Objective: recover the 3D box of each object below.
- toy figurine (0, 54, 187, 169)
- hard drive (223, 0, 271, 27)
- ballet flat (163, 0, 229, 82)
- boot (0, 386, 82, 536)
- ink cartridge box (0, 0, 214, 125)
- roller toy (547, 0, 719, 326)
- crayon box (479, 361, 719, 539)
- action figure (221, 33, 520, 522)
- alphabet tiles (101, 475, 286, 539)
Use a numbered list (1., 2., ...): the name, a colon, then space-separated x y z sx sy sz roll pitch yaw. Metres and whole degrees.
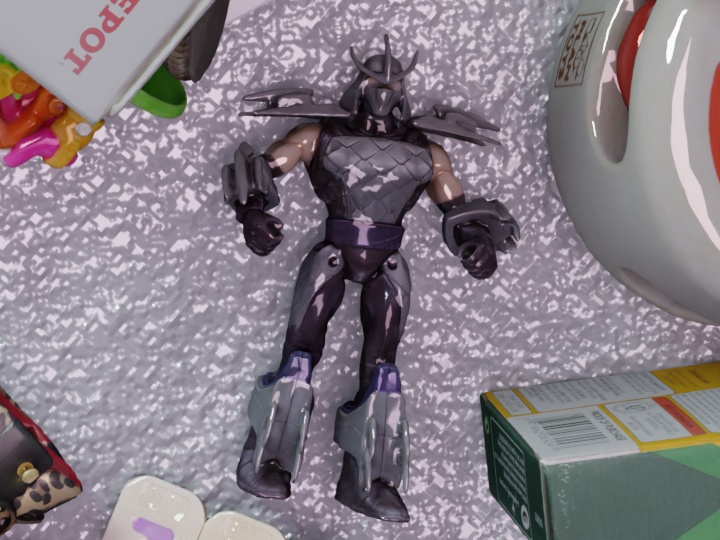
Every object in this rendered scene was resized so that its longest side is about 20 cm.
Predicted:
1. toy figurine: -0.200 -0.059 1.152 0.184 0.150 0.200 -46 128 15
2. hard drive: -0.063 -0.213 1.178 0.131 0.027 0.201 -29 102 -3
3. ballet flat: -0.077 -0.161 1.112 0.046 0.068 0.201 7 134 9
4. boot: -0.179 0.132 1.185 0.150 0.073 0.200 -40 82 -3
5. ink cartridge box: -0.121 -0.173 1.019 0.200 0.088 0.145 39 120 -8
6. roller toy: 0.175 -0.067 1.184 0.182 0.140 0.201 -29 101 -14
7. crayon box: 0.162 0.076 1.212 0.199 0.126 0.052 -8 101 -7
8. action figure: 0.000 0.000 1.205 0.129 0.069 0.201 8 95 -5
9. alphabet tiles: -0.081 0.196 1.207 0.199 0.015 0.197 21 83 9
